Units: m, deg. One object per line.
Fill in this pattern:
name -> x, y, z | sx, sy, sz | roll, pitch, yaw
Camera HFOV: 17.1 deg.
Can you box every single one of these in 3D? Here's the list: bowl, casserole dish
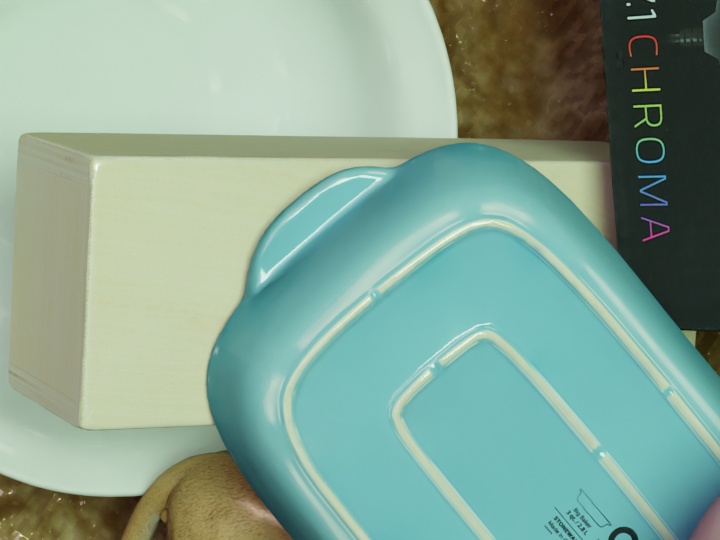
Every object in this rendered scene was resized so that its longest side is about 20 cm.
bowl -> -0.076, -0.038, 0.749 | 0.200, 0.090, 0.202 | -8, 110, -24
casserole dish -> 0.047, 0.059, 0.655 | 0.121, 0.039, 0.200 | -40, 102, -1

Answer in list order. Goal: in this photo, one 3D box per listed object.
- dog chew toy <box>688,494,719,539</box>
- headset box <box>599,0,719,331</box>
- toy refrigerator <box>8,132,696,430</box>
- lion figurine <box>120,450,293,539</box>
dog chew toy -> 0.181, 0.091, 0.597 | 0.199, 0.125, 0.125 | -8, 77, -7
headset box -> 0.172, -0.071, 0.646 | 0.199, 0.093, 0.175 | 2, 99, 40
toy refrigerator -> 0.000, 0.000, 0.711 | 0.199, 0.070, 0.076 | -1, 100, -28
lion figurine -> 0.000, 0.091, 0.723 | 0.199, 0.073, 0.123 | 7, 112, 1
